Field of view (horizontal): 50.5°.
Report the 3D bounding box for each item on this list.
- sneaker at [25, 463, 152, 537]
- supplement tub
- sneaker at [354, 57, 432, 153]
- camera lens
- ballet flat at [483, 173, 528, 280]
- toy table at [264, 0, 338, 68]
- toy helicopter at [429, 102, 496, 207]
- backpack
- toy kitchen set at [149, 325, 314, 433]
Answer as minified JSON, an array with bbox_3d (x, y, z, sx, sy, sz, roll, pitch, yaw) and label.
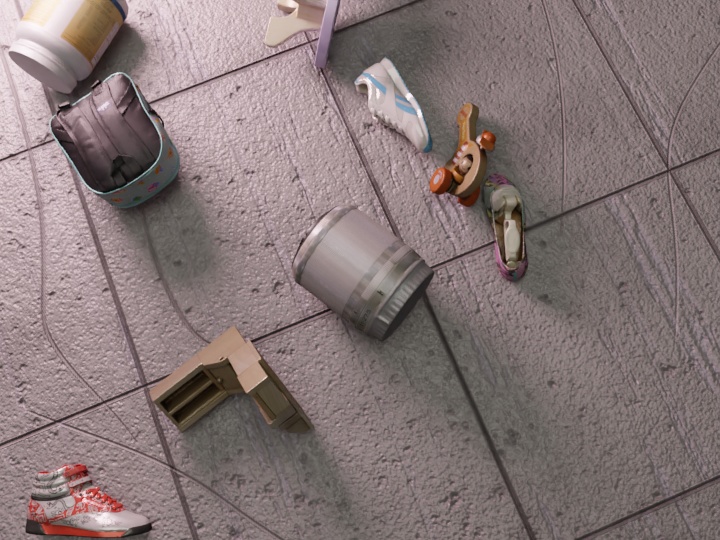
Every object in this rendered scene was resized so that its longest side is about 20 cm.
[{"bbox_3d":[-0.431,0.366,1.219,0.201,0.067,0.108,0,77,5],"label":"sneaker"},{"bbox_3d":[-0.535,-0.443,1.400,0.145,0.145,0.200,26,77,8],"label":"supplement tub"},{"bbox_3d":[0.064,-0.286,1.382,0.081,0.077,0.200,-31,70,2],"label":"sneaker"},{"bbox_3d":[0.000,0.000,1.256,0.200,0.160,0.160,37,79,10],"label":"camera lens"},{"bbox_3d":[0.256,-0.083,1.317,0.069,0.071,0.200,-5,74,1],"label":"ballet flat"},{"bbox_3d":[-0.098,-0.484,1.390,0.117,0.184,0.200,14,86,-4],"label":"toy table"},{"bbox_3d":[0.191,-0.220,1.336,0.079,0.132,0.200,20,56,-22],"label":"toy helicopter"},{"bbox_3d":[-0.415,-0.210,1.329,0.176,0.153,0.200,-34,67,-5],"label":"backpack"},{"bbox_3d":[-0.197,0.231,1.208,0.180,0.200,0.163,-38,118,-8],"label":"toy kitchen set"}]
